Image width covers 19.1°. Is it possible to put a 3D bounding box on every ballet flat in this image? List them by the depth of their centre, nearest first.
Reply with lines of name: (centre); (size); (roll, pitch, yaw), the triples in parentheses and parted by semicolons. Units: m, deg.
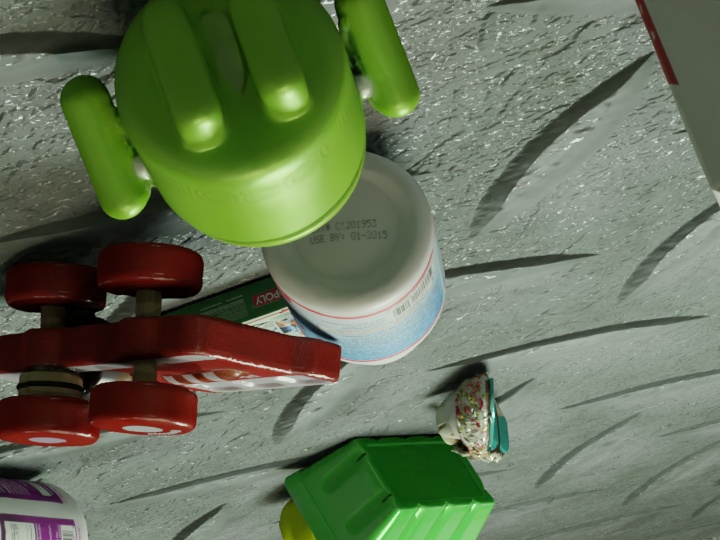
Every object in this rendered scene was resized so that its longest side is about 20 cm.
ballet flat: (0.105, 0.148, 2.046); (0.064, 0.076, 0.200); (-3, 161, 7)

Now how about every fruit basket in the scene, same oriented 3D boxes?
fruit basket: (0.005, 0.258, 2.191); (0.215, 0.156, 0.216); (-25, 152, -15)

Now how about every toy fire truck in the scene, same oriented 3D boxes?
toy fire truck: (-0.134, 0.058, 1.374); (0.200, 0.112, 0.168); (-9, 163, 37)

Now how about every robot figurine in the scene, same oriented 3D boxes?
robot figurine: (-0.058, -0.080, 1.087); (0.175, 0.116, 0.200); (-22, 163, 0)

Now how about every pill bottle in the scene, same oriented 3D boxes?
pill bottle: (0.000, 0.000, 1.407); (0.109, 0.109, 0.200); (-18, 163, 0)
pill bottle: (-0.326, 0.228, 1.793); (0.112, 0.112, 0.200); (-25, 161, 22)

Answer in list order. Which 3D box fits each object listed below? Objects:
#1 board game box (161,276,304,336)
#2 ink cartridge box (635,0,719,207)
board game box: (-0.100, 0.050, 1.604); (0.200, 0.029, 0.135); (-20, 162, 7)
ink cartridge box: (0.231, -0.100, 1.259); (0.083, 0.147, 0.200); (-23, 163, 10)
